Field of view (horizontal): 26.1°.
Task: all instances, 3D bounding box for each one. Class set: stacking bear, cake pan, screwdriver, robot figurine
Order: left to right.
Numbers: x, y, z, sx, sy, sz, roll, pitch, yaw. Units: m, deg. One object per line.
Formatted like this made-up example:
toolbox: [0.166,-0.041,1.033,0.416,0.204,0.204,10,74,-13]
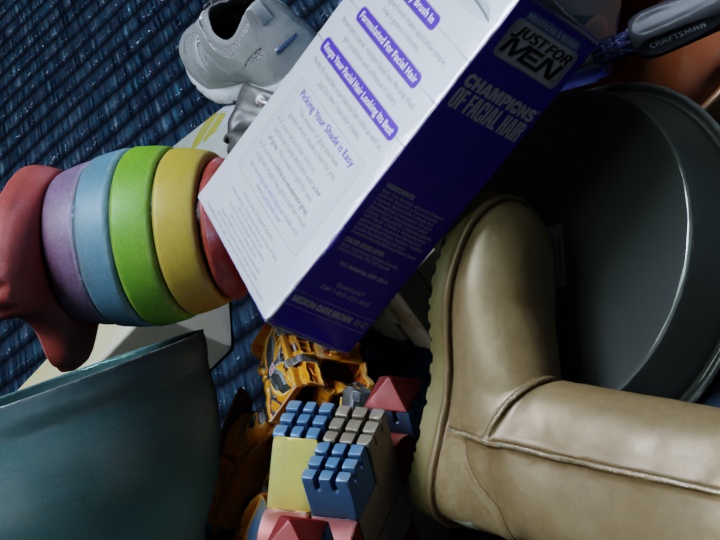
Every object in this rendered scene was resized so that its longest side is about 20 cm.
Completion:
stacking bear: [-0.100,-0.019,0.904,0.198,0.122,0.115,-7,61,15]
robot figurine: [-0.049,0.109,0.946,0.145,0.058,0.201,-111,37,-51]
screwdriver: [0.107,-0.108,0.819,0.199,0.029,0.028,-19,65,22]
cake pan: [0.111,-0.004,0.804,0.199,0.037,0.202,-18,65,46]

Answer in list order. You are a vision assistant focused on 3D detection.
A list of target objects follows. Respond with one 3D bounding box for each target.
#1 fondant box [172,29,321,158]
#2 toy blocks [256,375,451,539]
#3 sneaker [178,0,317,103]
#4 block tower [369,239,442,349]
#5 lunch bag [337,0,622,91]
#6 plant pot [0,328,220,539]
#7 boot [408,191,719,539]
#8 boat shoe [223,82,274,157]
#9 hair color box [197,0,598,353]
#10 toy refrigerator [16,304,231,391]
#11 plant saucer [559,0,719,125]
fondant box: [-0.053,-0.082,1.048,0.199,0.058,0.144,-38,26,-4]
toy blocks: [-0.008,0.127,0.780,0.099,0.138,0.200,3,38,23]
sneaker: [-0.078,-0.164,1.055,0.075,0.082,0.200,-44,26,-15]
block tower: [0.000,0.000,0.976,0.054,0.058,0.200,-44,28,-18]
lunch bag: [0.057,-0.192,0.914,0.199,0.127,0.171,-9,61,53]
plant pot: [-0.168,0.132,0.936,0.200,0.199,0.135,-17,92,50]
boot: [0.118,0.060,0.704,0.199,0.066,0.177,11,96,49]
boat shoe: [0.013,-0.081,0.927,0.198,0.067,0.058,4,85,14]
hair color box: [0.013,-0.072,0.766,0.200,0.065,0.110,-52,42,19]
toy refrigerator: [-0.188,0.077,1.196,0.200,0.076,0.070,-43,36,31]
plant saucer: [0.172,-0.146,0.863,0.200,0.032,0.202,-35,42,39]
